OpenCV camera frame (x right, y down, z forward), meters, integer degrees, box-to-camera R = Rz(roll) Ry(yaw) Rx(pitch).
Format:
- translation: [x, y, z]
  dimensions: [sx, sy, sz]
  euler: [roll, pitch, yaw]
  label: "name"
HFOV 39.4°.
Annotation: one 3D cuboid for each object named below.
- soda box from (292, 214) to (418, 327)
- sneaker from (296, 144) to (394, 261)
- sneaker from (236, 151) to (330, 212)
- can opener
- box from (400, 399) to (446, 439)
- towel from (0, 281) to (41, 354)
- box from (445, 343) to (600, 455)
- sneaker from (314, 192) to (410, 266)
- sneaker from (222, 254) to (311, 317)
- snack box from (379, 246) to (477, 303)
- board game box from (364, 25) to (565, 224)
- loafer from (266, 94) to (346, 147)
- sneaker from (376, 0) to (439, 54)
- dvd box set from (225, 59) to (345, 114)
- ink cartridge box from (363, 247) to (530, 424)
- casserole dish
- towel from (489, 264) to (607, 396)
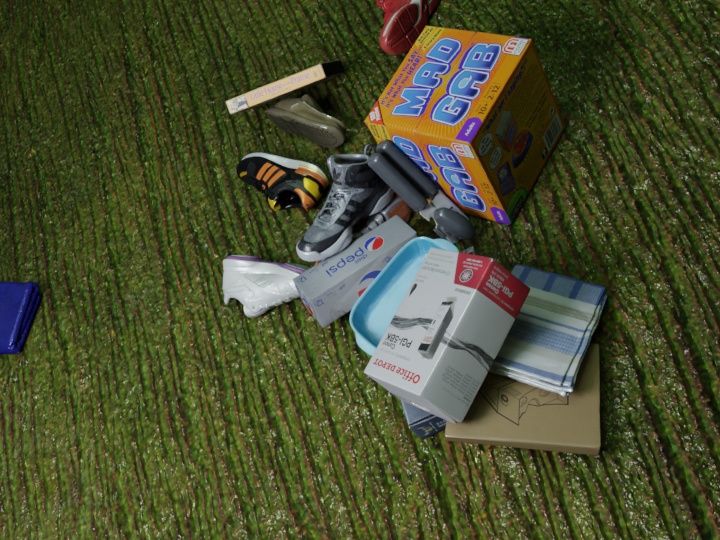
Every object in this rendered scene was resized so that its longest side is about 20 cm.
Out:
- translation: [0.000, 0.000, 1.561]
  dimensions: [0.199, 0.064, 0.068]
  euler: [-32, 40, -11]
  label: "soda box"
- translation: [-0.037, -0.111, 1.557]
  dimensions: [0.200, 0.115, 0.075]
  euler: [-43, 44, -22]
  label: "sneaker"
- translation: [-0.153, -0.151, 1.778]
  dimensions: [0.198, 0.070, 0.091]
  euler: [11, 60, 32]
  label: "sneaker"
- translation: [0.100, -0.120, 1.538]
  dimensions: [0.054, 0.200, 0.067]
  euler: [-54, 19, -21]
  label: "can opener"
- translation: [0.121, 0.121, 1.445]
  dimensions: [0.156, 0.051, 0.202]
  euler: [-26, 49, 12]
  label: "box"
- translation: [-0.709, 0.094, 1.936]
  dimensions: [0.198, 0.050, 0.149]
  euler: [-2, 64, 27]
  label: "towel"
- translation: [0.216, 0.160, 1.328]
  dimensions: [0.197, 0.021, 0.165]
  euler: [5, 51, 7]
  label: "box"
- translation: [-0.017, -0.061, 1.643]
  dimensions: [0.200, 0.078, 0.112]
  euler: [-40, 42, -19]
  label: "sneaker"
- translation: [-0.140, 0.033, 1.655]
  dimensions: [0.198, 0.075, 0.101]
  euler: [9, 93, 25]
  label: "sneaker"
- translation: [0.087, 0.020, 1.525]
  dimensions: [0.198, 0.072, 0.025]
  euler: [-27, 93, 10]
  label: "snack box"
- translation: [0.167, -0.228, 1.565]
  dimensions: [0.198, 0.200, 0.201]
  euler: [18, 67, 37]
  label: "board game box"
- translation: [-0.093, -0.281, 1.833]
  dimensions: [0.199, 0.076, 0.068]
  euler: [26, 75, 40]
  label: "loafer"
- translation: [0.066, -0.476, 1.897]
  dimensions: [0.115, 0.079, 0.201]
  euler: [6, 49, 41]
  label: "sneaker"
- translation: [-0.137, -0.343, 1.876]
  dimensions: [0.198, 0.030, 0.146]
  euler: [-18, 9, 17]
  label: "dvd box set"
- translation: [0.111, 0.081, 1.324]
  dimensions: [0.146, 0.083, 0.202]
  euler: [12, 71, 59]
  label: "ink cartridge box"
- translation: [0.073, 0.044, 1.454]
  dimensions: [0.121, 0.039, 0.200]
  euler: [36, 82, 31]
  label: "casserole dish"
- translation: [0.245, 0.077, 1.369]
  dimensions: [0.145, 0.024, 0.201]
  euler: [16, 47, 20]
  label: "towel"
